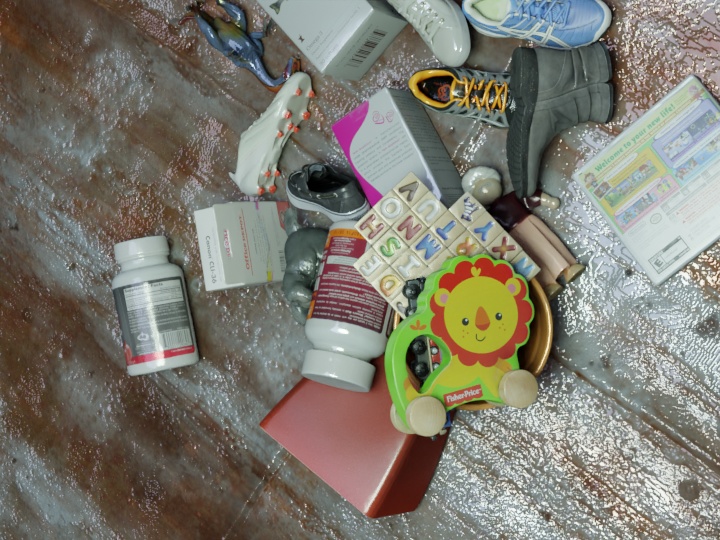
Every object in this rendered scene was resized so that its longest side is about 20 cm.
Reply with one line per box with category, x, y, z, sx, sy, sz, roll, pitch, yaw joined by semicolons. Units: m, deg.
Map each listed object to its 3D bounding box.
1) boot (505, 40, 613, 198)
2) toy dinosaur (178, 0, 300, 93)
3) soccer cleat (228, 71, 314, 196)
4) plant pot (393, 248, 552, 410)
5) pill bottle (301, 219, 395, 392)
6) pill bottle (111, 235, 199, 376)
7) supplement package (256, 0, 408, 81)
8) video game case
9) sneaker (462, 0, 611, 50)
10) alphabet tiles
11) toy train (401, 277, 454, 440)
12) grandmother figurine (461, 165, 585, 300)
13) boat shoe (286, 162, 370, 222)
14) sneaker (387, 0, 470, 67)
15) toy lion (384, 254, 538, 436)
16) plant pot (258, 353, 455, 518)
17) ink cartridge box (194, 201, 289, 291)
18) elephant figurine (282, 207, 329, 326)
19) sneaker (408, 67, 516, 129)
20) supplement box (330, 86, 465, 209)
boot;0.258;-0.189;1.536;0.131;0.070;0.201;-2;111;-10
toy dinosaur;-0.167;-0.336;1.775;0.105;0.200;0.182;-36;100;-13
soccer cleat;-0.134;-0.203;1.753;0.077;0.069;0.201;34;110;25
plant pot;0.139;0.073;1.561;0.199;0.140;0.201;0;90;0
pill bottle;-0.009;0.046;1.538;0.109;0.110;0.201;8;76;26
pill bottle;-0.315;0.053;1.831;0.110;0.111;0.201;-13;87;27
supplement package;-0.054;-0.376;1.673;0.200;0.117;0.117;49;112;17
video game case;0.394;-0.112;1.513;0.200;0.022;0.182;-41;75;23
sneaker;0.223;-0.326;1.558;0.199;0.077;0.076;7;94;25
alphabet tiles;0.095;-0.016;1.486;0.167;0.008;0.200;-43;91;1
toy train;0.085;0.107;1.472;0.046;0.034;0.201;-8;97;-10
grandmother figurine;0.209;-0.060;1.588;0.121;0.061;0.200;-39;76;-7
boat shoe;-0.054;-0.118;1.666;0.200;0.070;0.066;37;152;59
sneaker;0.073;-0.349;1.608;0.201;0.084;0.073;63;141;25
toy lion;0.119;0.081;1.438;0.069;0.199;0.193;170;86;-69
plant pot;0.020;0.199;1.633;0.200;0.200;0.177;37;96;21
ink cartridge box;-0.168;-0.035;1.702;0.067;0.200;0.117;-11;88;26
elephant figurine;0.000;0.000;1.674;0.199;0.142;0.156;-9;133;18
sneaker;0.153;-0.231;1.598;0.199;0.077;0.079;7;94;24
supplement box;0.061;-0.136;1.636;0.101;0.103;0.201;-31;80;26
